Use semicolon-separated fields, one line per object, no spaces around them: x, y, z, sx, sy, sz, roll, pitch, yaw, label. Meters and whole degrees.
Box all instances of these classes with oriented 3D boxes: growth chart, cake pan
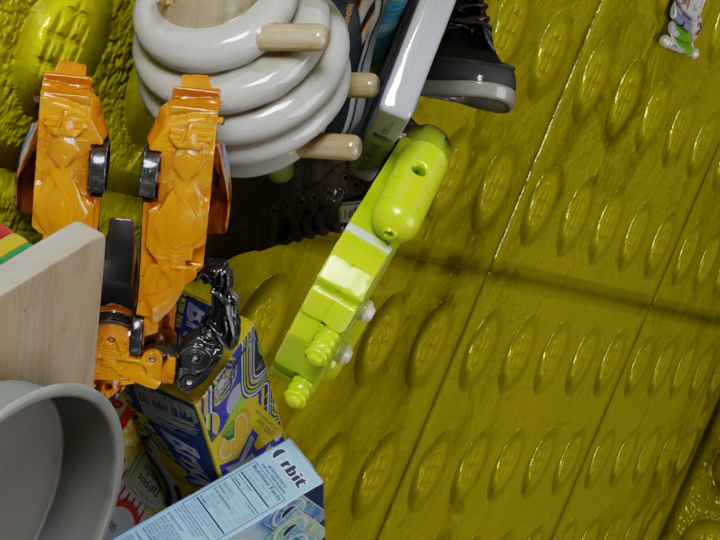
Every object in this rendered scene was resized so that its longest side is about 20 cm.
0.355;-0.315;2.166;0.145;0.018;0.201;-11;121;-64;growth chart
-0.201;0.141;1.089;0.200;0.037;0.201;-45;151;-33;cake pan

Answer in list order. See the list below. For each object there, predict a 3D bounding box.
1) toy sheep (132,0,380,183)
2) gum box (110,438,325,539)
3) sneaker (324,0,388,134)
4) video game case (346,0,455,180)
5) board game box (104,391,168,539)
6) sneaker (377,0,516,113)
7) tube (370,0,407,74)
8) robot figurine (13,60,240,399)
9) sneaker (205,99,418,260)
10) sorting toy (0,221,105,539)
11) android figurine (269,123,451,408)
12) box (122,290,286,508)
-0.064;-0.117;1.207;0.138;0.137;0.201;-52;147;-31;toy sheep
-0.114;0.213;1.332;0.199;0.045;0.170;-28;146;-19;gum box
-0.031;-0.164;1.313;0.079;0.078;0.201;-24;129;-45;sneaker
0.044;-0.166;1.310;0.182;0.024;0.201;128;-16;-79;video game case
-0.178;0.163;1.356;0.201;0.046;0.152;-58;158;-19;board game box
0.061;-0.173;1.448;0.200;0.074;0.107;-145;-113;-68;sneaker
0.006;-0.178;1.442;0.077;0.050;0.201;-26;142;-56;tube
-0.133;-0.015;1.170;0.058;0.144;0.201;-91;-171;-54;robot figurine
-0.031;-0.056;1.398;0.200;0.075;0.071;-38;152;-32;sneaker
-0.231;0.086;1.102;0.199;0.069;0.201;-35;145;-46;sorting toy
0.000;0.000;1.303;0.200;0.041;0.182;-61;179;-43;android figurine
-0.095;0.099;1.334;0.070;0.064;0.200;-55;157;-26;box
